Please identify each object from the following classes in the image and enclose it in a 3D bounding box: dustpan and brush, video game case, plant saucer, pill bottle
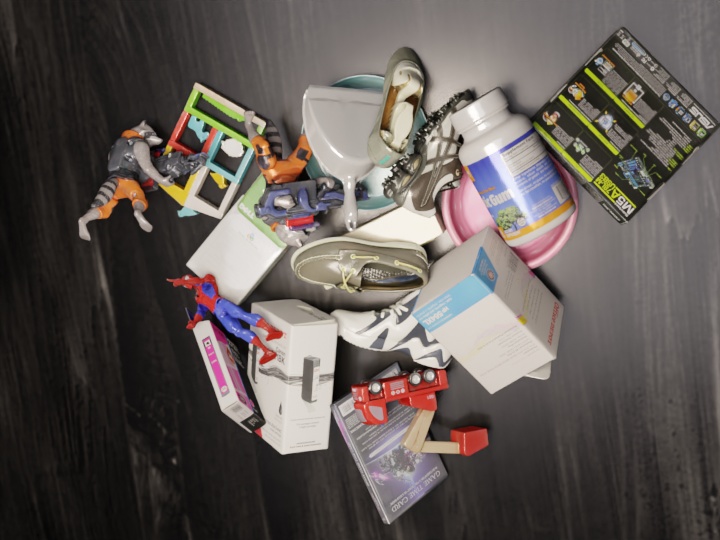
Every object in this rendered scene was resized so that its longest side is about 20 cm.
[{"bbox_3d":[-0.015,-0.158,1.444,0.138,0.057,0.202,1,70,-24],"label":"dustpan and brush"},{"bbox_3d":[0.047,0.263,1.542,0.019,0.142,0.202,-17,99,51],"label":"video game case"},{"bbox_3d":[0.009,-0.192,1.515,0.198,0.027,0.203,2,101,11],"label":"plant saucer"},{"bbox_3d":[0.219,-0.100,1.478,0.198,0.051,0.203,2,100,10],"label":"plant saucer"},{"bbox_3d":[0.204,-0.145,1.385,0.111,0.112,0.201,-29,97,15],"label":"pill bottle"}]

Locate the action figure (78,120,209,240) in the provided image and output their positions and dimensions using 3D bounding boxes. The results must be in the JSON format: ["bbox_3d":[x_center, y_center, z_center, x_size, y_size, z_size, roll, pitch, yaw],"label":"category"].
[{"bbox_3d":[-0.334,-0.148,1.514,0.198,0.195,0.105,-16,140,28],"label":"action figure"}]

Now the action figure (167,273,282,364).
[{"bbox_3d":[-0.217,0.065,1.485,0.199,0.098,0.066,37,121,31],"label":"action figure"}]

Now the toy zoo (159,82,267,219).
[{"bbox_3d":[-0.241,-0.173,1.571,0.130,0.020,0.201,30,104,5],"label":"toy zoo"}]

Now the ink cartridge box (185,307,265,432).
[{"bbox_3d":[-0.207,0.145,1.535,0.037,0.095,0.201,-32,55,4],"label":"ink cartridge box"}]

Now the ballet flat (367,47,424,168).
[{"bbox_3d":[0.062,-0.239,1.431,0.067,0.064,0.202,24,67,-20],"label":"ballet flat"}]

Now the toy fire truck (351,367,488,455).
[{"bbox_3d":[0.089,0.221,1.517,0.198,0.049,0.143,-10,92,-21],"label":"toy fire truck"}]

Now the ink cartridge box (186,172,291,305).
[{"bbox_3d":[-0.166,-0.051,1.557,0.104,0.059,0.200,41,102,2],"label":"ink cartridge box"}]

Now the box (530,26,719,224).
[{"bbox_3d":[0.366,-0.202,1.410,0.200,0.048,0.193,44,92,1],"label":"box"}]

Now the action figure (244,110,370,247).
[{"bbox_3d":[-0.090,-0.130,1.477,0.104,0.198,0.196,-4,88,52],"label":"action figure"}]

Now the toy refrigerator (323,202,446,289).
[{"bbox_3d":[0.029,-0.043,1.513,0.199,0.076,0.070,-26,94,14],"label":"toy refrigerator"}]

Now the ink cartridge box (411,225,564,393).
[{"bbox_3d":[0.194,0.067,1.442,0.200,0.129,0.125,46,126,-14],"label":"ink cartridge box"}]

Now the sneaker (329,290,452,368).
[{"bbox_3d":[0.058,0.059,1.525,0.197,0.079,0.131,18,102,7],"label":"sneaker"}]

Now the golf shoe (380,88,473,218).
[{"bbox_3d":[0.116,-0.165,1.442,0.094,0.078,0.201,37,79,-10],"label":"golf shoe"}]

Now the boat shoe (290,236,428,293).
[{"bbox_3d":[0.000,-0.002,1.445,0.199,0.061,0.073,0,129,-5],"label":"boat shoe"}]

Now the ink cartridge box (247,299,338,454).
[{"bbox_3d":[-0.108,0.157,1.535,0.083,0.144,0.202,-1,102,-31],"label":"ink cartridge box"}]
